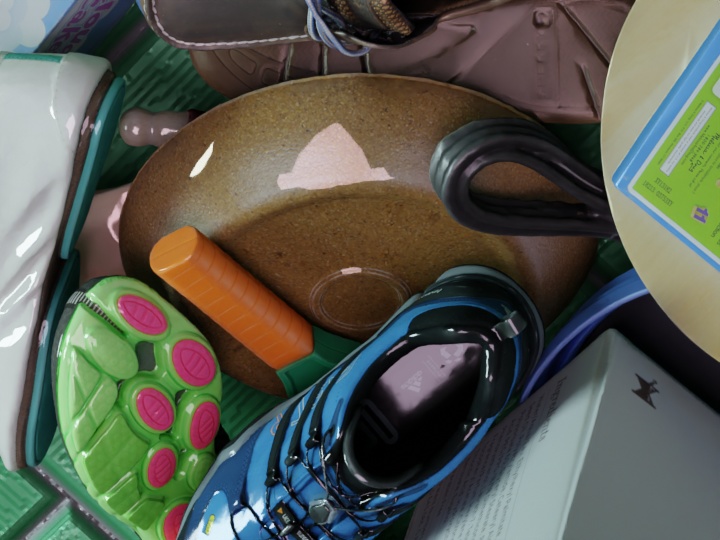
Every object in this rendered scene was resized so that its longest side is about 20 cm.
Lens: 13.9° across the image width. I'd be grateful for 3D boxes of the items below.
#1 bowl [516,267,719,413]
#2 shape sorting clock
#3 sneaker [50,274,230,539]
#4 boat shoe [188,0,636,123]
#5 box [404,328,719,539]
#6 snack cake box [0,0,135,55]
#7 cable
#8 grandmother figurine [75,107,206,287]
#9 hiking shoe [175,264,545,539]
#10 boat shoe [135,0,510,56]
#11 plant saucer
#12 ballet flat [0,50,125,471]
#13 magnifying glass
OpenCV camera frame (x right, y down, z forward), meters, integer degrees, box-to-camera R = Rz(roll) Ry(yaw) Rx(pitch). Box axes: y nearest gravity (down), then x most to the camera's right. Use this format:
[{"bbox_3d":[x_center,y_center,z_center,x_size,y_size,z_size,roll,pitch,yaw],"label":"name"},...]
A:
[{"bbox_3d":[0.162,0.075,1.205,0.200,0.039,0.201,7,125,10],"label":"bowl"},{"bbox_3d":[0.185,-0.048,1.101,0.200,0.039,0.201,3,96,27],"label":"shape sorting clock"},{"bbox_3d":[-0.095,0.065,1.245,0.077,0.084,0.200,-39,147,-15],"label":"sneaker"},{"bbox_3d":[0.030,-0.088,1.211,0.199,0.063,0.074,7,94,6],"label":"boat shoe"},{"bbox_3d":[0.114,0.168,1.133,0.199,0.200,0.131,38,126,-12],"label":"box"},{"bbox_3d":[-0.173,-0.110,1.218,0.115,0.067,0.200,45,111,9],"label":"snack cake box"},{"bbox_3d":[0.112,-0.031,1.192,0.199,0.050,0.097,0,133,-21],"label":"cable"},{"bbox_3d":[-0.068,-0.024,1.260,0.200,0.061,0.121,-15,136,11],"label":"grandmother figurine"},{"bbox_3d":[-0.012,0.076,1.161,0.074,0.087,0.200,41,100,2],"label":"hiking shoe"},{"bbox_3d":[0.002,-0.123,1.128,0.200,0.072,0.072,-17,123,16],"label":"boat shoe"},{"bbox_3d":[0.000,0.000,1.217,0.200,0.036,0.200,-1,140,-1],"label":"plant saucer"},{"bbox_3d":[-0.142,-0.008,1.203,0.069,0.069,0.200,16,126,2],"label":"ballet flat"},{"bbox_3d":[-0.015,0.041,1.224,0.079,0.022,0.200,-26,136,26],"label":"magnifying glass"}]
